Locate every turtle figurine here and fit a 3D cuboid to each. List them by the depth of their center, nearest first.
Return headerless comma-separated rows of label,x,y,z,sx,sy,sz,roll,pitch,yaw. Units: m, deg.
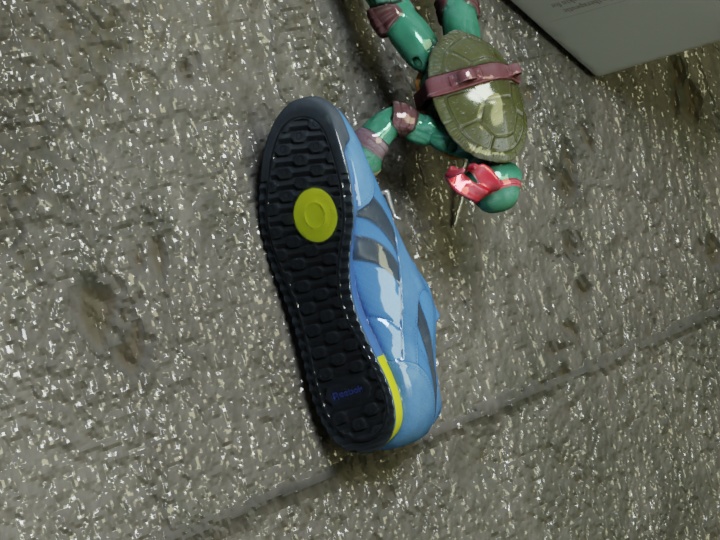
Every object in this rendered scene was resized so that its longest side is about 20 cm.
turtle figurine,0.051,-0.099,1.105,0.149,0.101,0.201,-6,78,-49

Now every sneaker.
sneaker,0.000,0.000,1.053,0.078,0.066,0.201,-18,95,-52

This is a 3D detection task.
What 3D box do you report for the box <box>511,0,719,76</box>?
box,0.197,-0.266,1.213,0.171,0.199,0.201,35,57,-35
